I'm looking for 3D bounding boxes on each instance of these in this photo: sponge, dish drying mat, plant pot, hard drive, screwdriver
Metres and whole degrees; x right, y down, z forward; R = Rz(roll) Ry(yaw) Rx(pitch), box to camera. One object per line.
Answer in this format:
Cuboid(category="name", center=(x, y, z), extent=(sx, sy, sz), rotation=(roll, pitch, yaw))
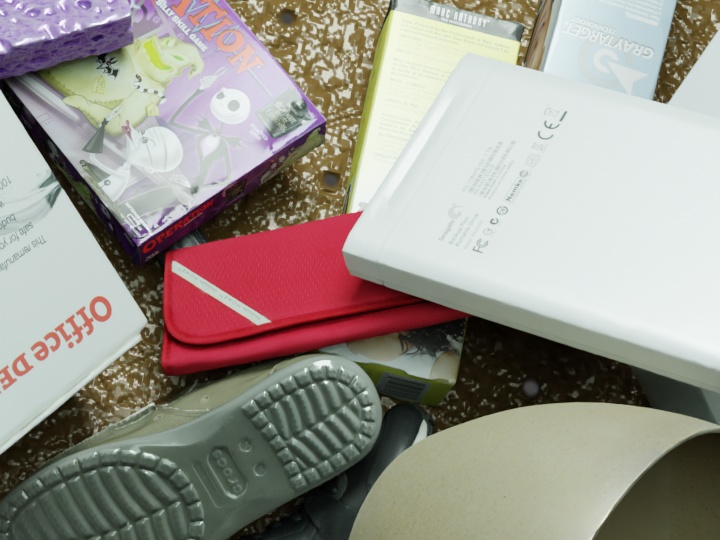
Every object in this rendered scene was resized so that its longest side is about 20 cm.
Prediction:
Cuboid(category="sponge", center=(-0.192, -0.187, 1.089), extent=(0.111, 0.030, 0.201), rotation=(-15, 63, -9))
Cuboid(category="dish drying mat", center=(0.000, 0.000, 1.017), extent=(0.198, 0.018, 0.077), rotation=(-12, 47, 12))
Cuboid(category="plant pot", center=(0.071, 0.142, 0.944), extent=(0.134, 0.201, 0.201), rotation=(21, 66, 34))
Cuboid(category="hard drive", center=(0.109, -0.025, 0.971), extent=(0.199, 0.027, 0.132), rotation=(17, 58, 26))
Cuboid(category="screwdriver", center=(-0.056, 0.044, 1.072), extent=(0.028, 0.029, 0.201), rotation=(-31, 88, -18))

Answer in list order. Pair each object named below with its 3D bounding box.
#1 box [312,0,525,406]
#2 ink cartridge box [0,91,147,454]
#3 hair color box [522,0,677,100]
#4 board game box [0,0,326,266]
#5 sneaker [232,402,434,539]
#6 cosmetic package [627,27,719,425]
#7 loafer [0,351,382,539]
Cuboid(category="box", center=(0.029, -0.038, 1.092), extent=(0.075, 0.050, 0.202), rotation=(12, 70, -5))
Cuboid(category="ink cartridge box", center=(-0.212, -0.011, 0.973), extent=(0.146, 0.083, 0.201), rotation=(-39, 101, -45))
Cuboid(category="hair color box", center=(0.121, -0.117, 1.106), extent=(0.060, 0.099, 0.201), rotation=(17, 70, -3))
Cuboid(category="board game box", center=(-0.123, -0.110, 1.086), extent=(0.120, 0.032, 0.200), rotation=(-34, 71, -22))
Cuboid(category="sneaker", center=(-0.035, 0.141, 1.011), extent=(0.087, 0.076, 0.201), rotation=(26, 73, 6))
Cuboid(category="cosmetic package", center=(0.197, -0.033, 1.068), extent=(0.051, 0.151, 0.201), rotation=(20, 65, 38))
Cuboid(category="loafer", center=(-0.081, 0.096, 1.019), extent=(0.199, 0.070, 0.076), rotation=(-22, 100, 4))
